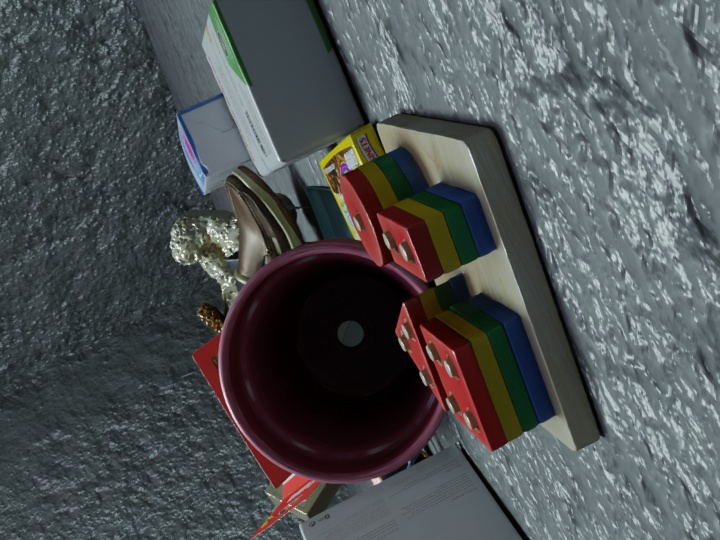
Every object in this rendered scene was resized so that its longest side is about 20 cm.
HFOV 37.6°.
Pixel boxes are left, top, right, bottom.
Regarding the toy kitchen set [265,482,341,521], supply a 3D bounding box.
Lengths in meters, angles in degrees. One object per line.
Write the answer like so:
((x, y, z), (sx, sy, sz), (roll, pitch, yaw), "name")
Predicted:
((-0.059, 0.295, 1.571), (0.161, 0.182, 0.201), (19, 153, 33), "toy kitchen set")

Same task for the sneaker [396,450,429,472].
((0.078, 0.290, 1.317), (0.202, 0.072, 0.085), (56, 154, 9), "sneaker")

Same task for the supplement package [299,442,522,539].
((0.070, 0.321, 1.054), (0.200, 0.189, 0.149), (52, 166, 57), "supplement package")

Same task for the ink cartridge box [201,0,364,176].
((-0.076, -0.172, 0.958), (0.147, 0.083, 0.200), (66, 171, -6), "ink cartridge box")

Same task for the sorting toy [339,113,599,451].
((0.056, 0.009, 0.699), (0.203, 0.069, 0.199), (68, 171, -15), "sorting toy")

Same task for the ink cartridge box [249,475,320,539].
((-0.048, 0.193, 1.161), (0.050, 0.200, 0.161), (46, 139, 2), "ink cartridge box")

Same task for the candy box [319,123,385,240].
((0.005, -0.067, 0.946), (0.103, 0.026, 0.200), (63, 172, -4), "candy box")

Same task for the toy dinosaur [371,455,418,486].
((0.050, 0.266, 1.213), (0.180, 0.201, 0.105), (35, 155, -5), "toy dinosaur")

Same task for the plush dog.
((-0.138, 0.003, 1.415), (0.159, 0.198, 0.175), (19, 118, 49), "plush dog")

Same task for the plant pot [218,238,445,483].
((-0.012, 0.069, 0.946), (0.179, 0.197, 0.203), (-40, -74, -82), "plant pot")

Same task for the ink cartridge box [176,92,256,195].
((-0.126, -0.146, 1.154), (0.200, 0.135, 0.077), (157, 89, -81), "ink cartridge box")

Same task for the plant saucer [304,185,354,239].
((0.000, 0.000, 1.117), (0.069, 0.019, 0.203), (11, 127, 51), "plant saucer")

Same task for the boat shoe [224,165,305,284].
((-0.097, -0.013, 1.102), (0.074, 0.075, 0.204), (32, 156, 49), "boat shoe")

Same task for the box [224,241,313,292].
((-0.051, 0.063, 1.257), (0.198, 0.050, 0.201), (1, 120, 43), "box")

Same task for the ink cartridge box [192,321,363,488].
((-0.047, 0.092, 1.058), (0.047, 0.199, 0.162), (-19, 105, 55), "ink cartridge box")
